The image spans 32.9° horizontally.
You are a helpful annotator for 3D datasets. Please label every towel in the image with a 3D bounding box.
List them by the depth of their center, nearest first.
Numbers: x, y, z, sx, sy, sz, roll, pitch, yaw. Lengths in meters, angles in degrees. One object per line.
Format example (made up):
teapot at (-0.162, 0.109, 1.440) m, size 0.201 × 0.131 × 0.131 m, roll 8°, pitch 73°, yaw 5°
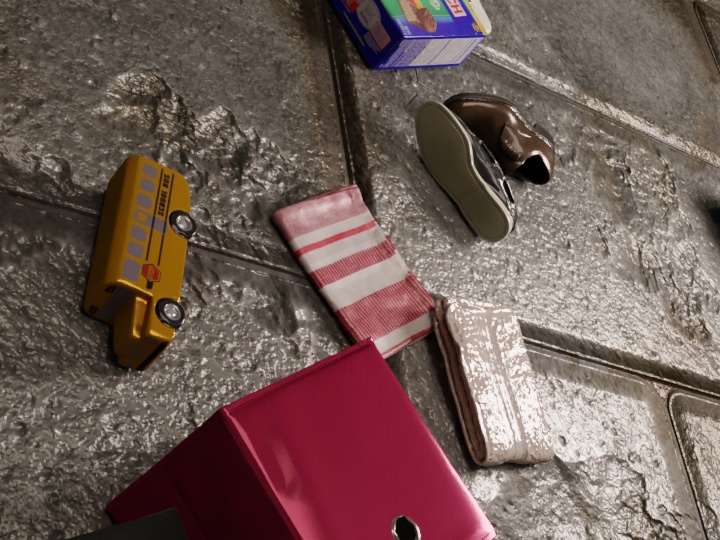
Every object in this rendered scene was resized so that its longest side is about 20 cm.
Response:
towel at (0.000, 0.000, 1.367) m, size 0.144 × 0.023 × 0.200 m, roll -25°, pitch 78°, yaw -49°
towel at (0.153, 0.125, 1.388) m, size 0.132 × 0.034 × 0.200 m, roll 7°, pitch 60°, yaw -44°

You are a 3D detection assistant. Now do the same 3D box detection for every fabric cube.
fabric cube at (-0.048, 0.206, 1.013) m, size 0.196 × 0.200 × 0.200 m, roll -21°, pitch 75°, yaw -49°

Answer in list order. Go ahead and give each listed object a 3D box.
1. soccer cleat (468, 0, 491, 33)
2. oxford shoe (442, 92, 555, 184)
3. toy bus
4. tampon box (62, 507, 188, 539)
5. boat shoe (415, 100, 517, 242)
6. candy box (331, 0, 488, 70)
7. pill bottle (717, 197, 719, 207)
soccer cleat at (0.131, -0.431, 1.787) m, size 0.200 × 0.085 × 0.069 m, roll 50°, pitch 38°, yaw 0°
oxford shoe at (0.193, -0.177, 1.655) m, size 0.200 × 0.073 × 0.085 m, roll 24°, pitch 47°, yaw -28°
toy bus at (-0.206, -0.009, 1.141) m, size 0.078 × 0.065 × 0.200 m, roll 26°, pitch 45°, yaw -27°
tampon box at (-0.219, 0.267, 0.839) m, size 0.200 × 0.150 × 0.126 m, roll -6°, pitch 65°, yaw -46°
boat shoe at (0.143, -0.133, 1.569) m, size 0.200 × 0.074 × 0.066 m, roll 55°, pitch 37°, yaw 5°
candy box at (0.060, -0.365, 1.673) m, size 0.200 × 0.077 × 0.169 m, roll -14°, pitch 70°, yaw -50°
pill bottle at (0.671, -0.051, 1.976) m, size 0.116 × 0.116 × 0.200 m, roll -9°, pitch 65°, yaw -47°
